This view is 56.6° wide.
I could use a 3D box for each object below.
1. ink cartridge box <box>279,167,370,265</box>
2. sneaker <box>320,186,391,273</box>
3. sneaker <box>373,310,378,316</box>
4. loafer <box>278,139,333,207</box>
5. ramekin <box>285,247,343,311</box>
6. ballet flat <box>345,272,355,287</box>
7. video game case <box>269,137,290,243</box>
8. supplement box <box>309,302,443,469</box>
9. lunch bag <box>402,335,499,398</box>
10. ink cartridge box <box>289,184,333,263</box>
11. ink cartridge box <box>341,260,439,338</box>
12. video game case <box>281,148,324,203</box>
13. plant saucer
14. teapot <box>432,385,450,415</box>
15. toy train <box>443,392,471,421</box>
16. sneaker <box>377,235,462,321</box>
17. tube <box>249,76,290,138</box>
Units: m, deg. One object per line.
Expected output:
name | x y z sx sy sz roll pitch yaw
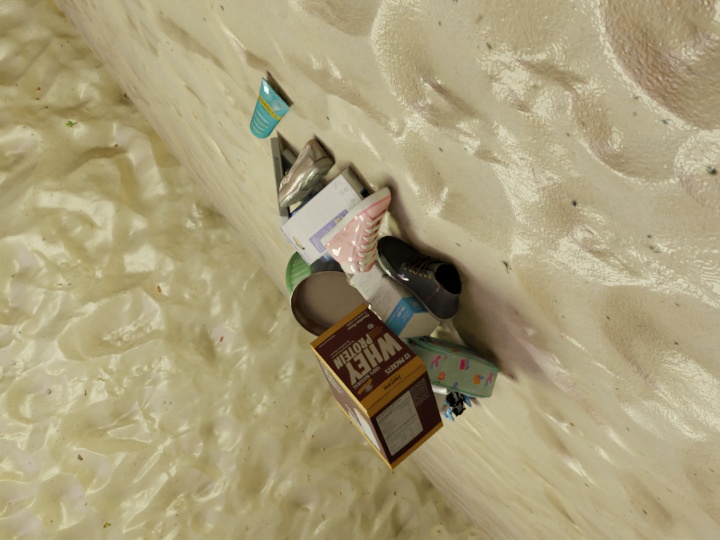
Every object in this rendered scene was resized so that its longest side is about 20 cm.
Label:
ink cartridge box | -0.062 -0.101 1.291 0.198 0.039 0.100 -34 100 35
sneaker | 0.012 -0.063 1.194 0.106 0.075 0.200 55 138 3
sneaker | 0.092 0.094 1.397 0.114 0.075 0.204 -24 92 39
loafer | -0.118 -0.195 1.352 0.199 0.071 0.064 -34 81 55
ramekin | -0.073 0.023 1.593 0.097 0.201 0.201 -27 107 45
ballet flat | 0.000 0.000 1.412 0.067 0.047 0.201 35 -160 -7
video game case | -0.179 -0.179 1.540 0.200 0.023 0.187 100 163 -76
supplement box | 0.032 0.214 1.247 0.197 0.131 0.203 42 160 43
lunch bag | 0.165 0.180 1.336 0.196 0.079 0.160 20 -176 -25
ink cartridge box | -0.068 -0.097 1.422 0.138 0.076 0.199 53 158 -10
ink cartridge box | 0.063 0.033 1.289 0.114 0.067 0.201 0 -138 -48
video game case | -0.110 -0.170 1.555 0.182 0.023 0.201 47 167 15
plant saucer | -0.058 0.073 1.485 0.202 0.196 0.032 56 -156 -30
teapot | 0.132 0.279 1.509 0.144 0.201 0.200 30 -162 9
toy train | 0.212 0.288 1.659 0.115 0.086 0.201 50 172 38
sneaker | 0.109 -0.010 1.195 0.200 0.074 0.107 44 156 17
tube | -0.184 -0.319 1.338 0.077 0.051 0.200 43 163 -8
